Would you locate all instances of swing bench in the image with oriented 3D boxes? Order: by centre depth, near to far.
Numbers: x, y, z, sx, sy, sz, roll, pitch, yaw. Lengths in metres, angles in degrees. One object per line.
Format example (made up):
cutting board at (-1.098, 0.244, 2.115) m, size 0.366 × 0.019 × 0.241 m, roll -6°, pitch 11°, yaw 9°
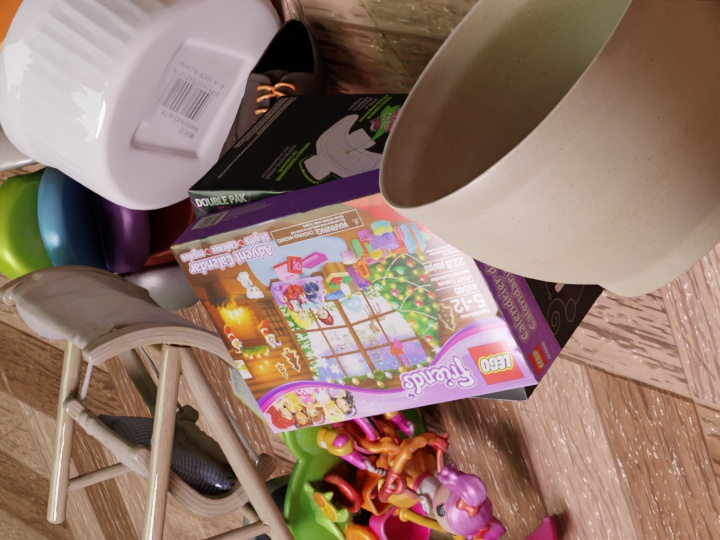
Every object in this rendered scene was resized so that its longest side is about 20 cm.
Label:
swing bench at (-0.155, 0.102, 1.735) m, size 0.199 × 0.129 × 0.201 m, roll 27°, pitch 130°, yaw 61°

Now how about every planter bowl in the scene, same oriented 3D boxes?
planter bowl at (0.125, -0.072, 1.248) m, size 0.135 × 0.201 × 0.200 m, roll 39°, pitch 163°, yaw -20°

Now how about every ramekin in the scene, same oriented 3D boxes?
ramekin at (-0.146, -0.140, 1.677) m, size 0.098 × 0.200 × 0.201 m, roll 35°, pitch 147°, yaw 29°

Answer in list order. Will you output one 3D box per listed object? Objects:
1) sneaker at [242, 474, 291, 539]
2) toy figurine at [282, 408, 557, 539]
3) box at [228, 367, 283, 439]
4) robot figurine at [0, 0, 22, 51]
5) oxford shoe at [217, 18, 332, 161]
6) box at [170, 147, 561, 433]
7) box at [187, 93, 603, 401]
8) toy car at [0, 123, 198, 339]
sneaker at (-0.005, 0.226, 1.886) m, size 0.114 × 0.076 × 0.199 m, roll 22°, pitch 165°, yaw 44°
toy figurine at (0.053, 0.163, 1.700) m, size 0.184 × 0.150 × 0.201 m, roll 19°, pitch 141°, yaw 41°
box at (-0.036, 0.097, 1.896) m, size 0.200 × 0.048 × 0.118 m, roll 42°, pitch 150°, yaw 41°
robot figurine at (-0.212, -0.192, 1.774) m, size 0.200 × 0.144 × 0.117 m, roll -45°, pitch 59°, yaw 30°
oxford shoe at (-0.063, -0.091, 1.594) m, size 0.200 × 0.071 × 0.073 m, roll -79°, pitch -11°, yaw -50°
box at (0.001, 0.016, 1.391) m, size 0.199 × 0.039 × 0.137 m, roll -14°, pitch 114°, yaw 38°
box at (0.024, -0.017, 1.467) m, size 0.199 × 0.124 × 0.149 m, roll 2°, pitch 123°, yaw 32°
toy car at (-0.187, -0.045, 1.859) m, size 0.150 × 0.199 × 0.176 m, roll -4°, pitch 98°, yaw 59°
